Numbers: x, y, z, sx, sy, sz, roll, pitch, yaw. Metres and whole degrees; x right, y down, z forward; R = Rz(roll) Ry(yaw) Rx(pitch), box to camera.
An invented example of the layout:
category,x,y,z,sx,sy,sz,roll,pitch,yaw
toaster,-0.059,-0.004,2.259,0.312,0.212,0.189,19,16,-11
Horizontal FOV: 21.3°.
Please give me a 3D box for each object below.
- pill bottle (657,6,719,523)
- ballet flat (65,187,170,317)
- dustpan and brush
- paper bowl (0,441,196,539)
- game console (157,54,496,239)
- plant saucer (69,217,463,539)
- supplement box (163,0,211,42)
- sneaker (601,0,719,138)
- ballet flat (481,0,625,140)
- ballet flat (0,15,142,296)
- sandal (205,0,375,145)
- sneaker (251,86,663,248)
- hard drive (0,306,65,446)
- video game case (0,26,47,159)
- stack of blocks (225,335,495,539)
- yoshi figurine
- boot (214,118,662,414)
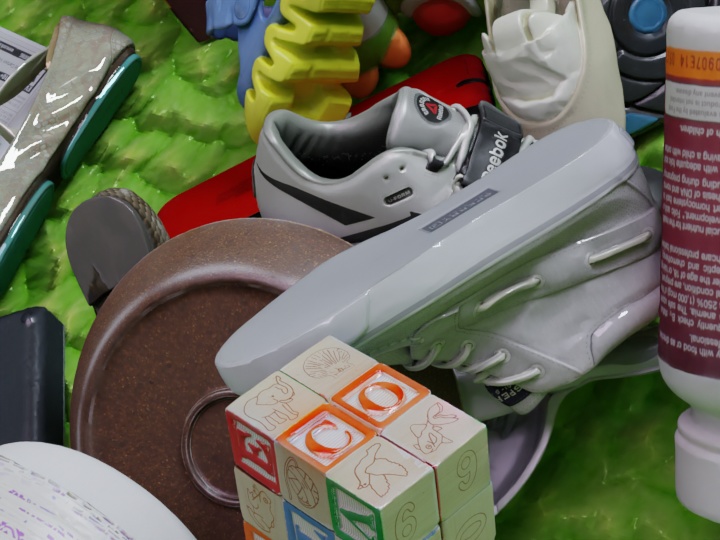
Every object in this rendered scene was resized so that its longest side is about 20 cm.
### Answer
category,x,y,z,sx,sy,sz,roll,pitch,yaw
pill bottle,0.177,-0.004,0.774,0.113,0.114,0.202,6,102,30
ballet flat,-0.095,0.058,0.923,0.067,0.046,0.202,-16,91,19
dustpan and brush,0.062,0.055,0.871,0.198,0.057,0.141,-12,73,6
paper bowl,-0.135,0.155,0.828,0.199,0.202,0.105,10,45,31
game console,0.000,0.000,0.979,0.199,0.119,0.173,-25,20,9
plant saucer,-0.050,0.078,0.865,0.198,0.034,0.202,2,95,20
supplement box,-0.102,-0.258,1.129,0.103,0.131,0.201,-27,50,10
sneaker,0.159,-0.148,0.976,0.200,0.073,0.082,-52,17,-2
ballet flat,0.080,-0.130,0.912,0.069,0.069,0.202,-12,79,19
ballet flat,-0.194,-0.060,1.082,0.062,0.068,0.201,27,63,3
sandal,-0.024,-0.162,0.954,0.087,0.079,0.201,45,117,36
sneaker,0.046,-0.040,0.862,0.198,0.089,0.074,-1,44,9
hard drive,-0.220,0.124,0.997,0.139,0.033,0.201,-18,53,16
video game case,-0.286,-0.082,1.173,0.199,0.024,0.183,25,73,36
stack of blocks,0.016,0.139,0.758,0.058,0.201,0.115,-34,43,-32
yoshi figurine,0.013,-0.177,1.040,0.199,0.113,0.112,-33,34,7
boot,0.044,0.024,0.803,0.199,0.096,0.074,-30,17,-6
